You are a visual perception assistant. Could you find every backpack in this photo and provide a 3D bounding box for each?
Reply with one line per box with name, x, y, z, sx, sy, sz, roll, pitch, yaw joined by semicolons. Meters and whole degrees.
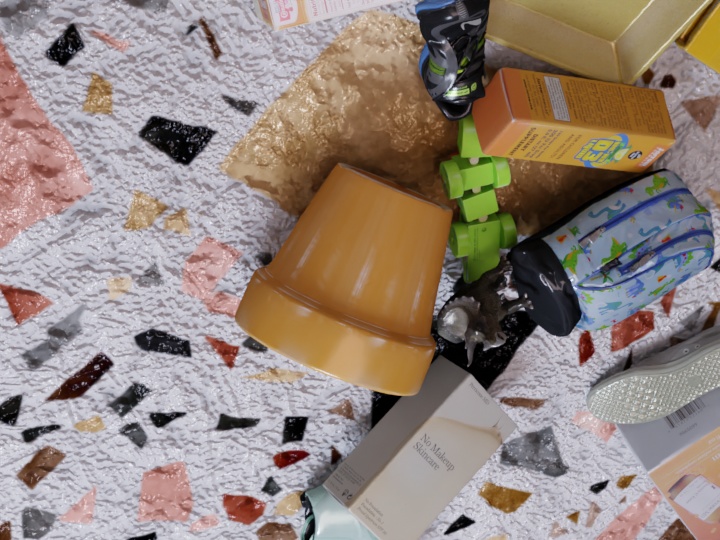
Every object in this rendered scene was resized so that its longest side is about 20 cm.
backpack;0.272;-0.020;1.351;0.200;0.154;0.163;-43;156;-11

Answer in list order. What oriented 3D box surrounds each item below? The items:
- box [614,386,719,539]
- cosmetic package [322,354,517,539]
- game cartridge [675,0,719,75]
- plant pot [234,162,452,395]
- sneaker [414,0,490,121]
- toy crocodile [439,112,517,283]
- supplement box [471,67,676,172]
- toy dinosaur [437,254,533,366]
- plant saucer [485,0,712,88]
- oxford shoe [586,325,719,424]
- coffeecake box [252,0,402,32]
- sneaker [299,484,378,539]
box;0.431;0.230;1.556;0.152;0.106;0.200;-36;121;8
cosmetic package;0.067;0.206;1.434;0.200;0.073;0.104;-47;119;-7
game cartridge;0.449;-0.259;1.326;0.200;0.032;0.176;25;110;-28
plant pot;0.000;0.000;1.277;0.200;0.200;0.184;19;97;-23
sneaker;0.092;-0.199;1.181;0.071;0.083;0.200;-18;162;-4
toy crocodile;0.120;-0.072;1.335;0.067;0.062;0.200;-15;126;-6
supplement box;0.214;-0.148;1.281;0.200;0.069;0.067;2;151;-26
toy dinosaur;0.116;0.042;1.342;0.102;0.200;0.077;-27;92;-11
plant saucer;0.226;-0.277;1.212;0.200;0.049;0.200;17;139;-22
oxford shoe;0.360;0.123;1.507;0.200;0.058;0.075;-26;116;17
coffeecake box;0.005;-0.271;1.123;0.200;0.154;0.073;-14;107;-6
sneaker;-0.011;0.326;1.515;0.118;0.074;0.201;-16;112;-12
